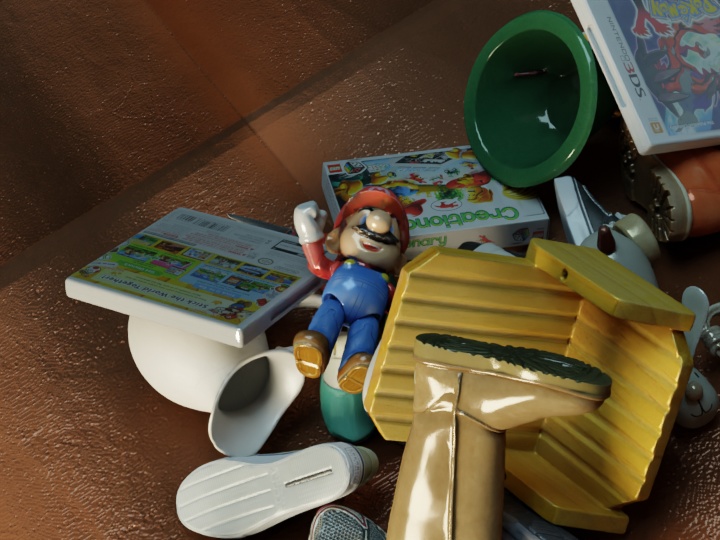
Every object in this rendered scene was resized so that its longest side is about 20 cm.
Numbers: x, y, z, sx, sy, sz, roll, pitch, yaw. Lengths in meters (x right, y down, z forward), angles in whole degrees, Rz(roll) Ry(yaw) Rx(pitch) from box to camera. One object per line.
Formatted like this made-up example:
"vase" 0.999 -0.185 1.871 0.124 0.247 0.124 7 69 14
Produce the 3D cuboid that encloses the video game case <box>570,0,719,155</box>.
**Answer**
"video game case" 0.307 -0.202 1.783 0.199 0.023 0.184 -9 69 -34

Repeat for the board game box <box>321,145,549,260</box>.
"board game box" 0.071 -0.066 1.834 0.198 0.035 0.127 -8 43 -11

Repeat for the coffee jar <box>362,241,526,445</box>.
"coffee jar" 0.092 0.066 1.706 0.104 0.086 0.201 14 55 32

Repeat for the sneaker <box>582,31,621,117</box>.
"sneaker" 0.245 -0.191 1.896 0.198 0.078 0.078 -9 54 17

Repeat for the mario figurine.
"mario figurine" 0.000 0.000 1.675 0.105 0.123 0.201 -17 43 34

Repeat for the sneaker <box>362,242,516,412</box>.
"sneaker" 0.085 0.057 1.610 0.084 0.073 0.200 27 60 32

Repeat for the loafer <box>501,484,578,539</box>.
"loafer" 0.109 0.215 1.572 0.200 0.071 0.063 35 109 43

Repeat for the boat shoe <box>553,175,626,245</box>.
"boat shoe" 0.234 -0.016 1.731 0.067 0.074 0.200 -20 46 0

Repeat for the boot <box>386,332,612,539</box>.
"boot" 0.108 0.161 1.495 0.174 0.202 0.066 12 14 29

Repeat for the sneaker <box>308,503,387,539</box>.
"sneaker" 0.004 0.266 1.561 0.080 0.075 0.201 -26 43 -1

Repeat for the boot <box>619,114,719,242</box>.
"boot" 0.308 -0.097 1.791 0.106 0.076 0.201 -8 38 -10

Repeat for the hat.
"hat" 0.228 -0.167 1.850 0.199 0.175 0.167 -27 69 44

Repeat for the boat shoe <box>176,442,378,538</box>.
"boat shoe" -0.073 0.196 1.673 0.199 0.062 0.073 -14 77 31

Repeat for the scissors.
"scissors" -0.057 -0.035 1.924 0.073 0.014 0.200 -42 45 -14

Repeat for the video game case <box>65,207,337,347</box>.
"video game case" -0.141 0.003 1.750 0.198 0.023 0.182 15 31 28

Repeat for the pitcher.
"pitcher" -0.119 0.063 1.766 0.171 0.122 0.200 -41 40 -11

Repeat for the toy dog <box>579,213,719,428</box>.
"toy dog" 0.243 0.031 1.612 0.199 0.096 0.132 37 79 17

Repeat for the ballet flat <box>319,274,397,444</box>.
"ballet flat" -0.006 0.065 1.761 0.067 0.071 0.201 -4 48 16

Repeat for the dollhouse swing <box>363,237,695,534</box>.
"dollhouse swing" 0.133 0.092 1.530 0.175 0.202 0.181 1 24 -38
